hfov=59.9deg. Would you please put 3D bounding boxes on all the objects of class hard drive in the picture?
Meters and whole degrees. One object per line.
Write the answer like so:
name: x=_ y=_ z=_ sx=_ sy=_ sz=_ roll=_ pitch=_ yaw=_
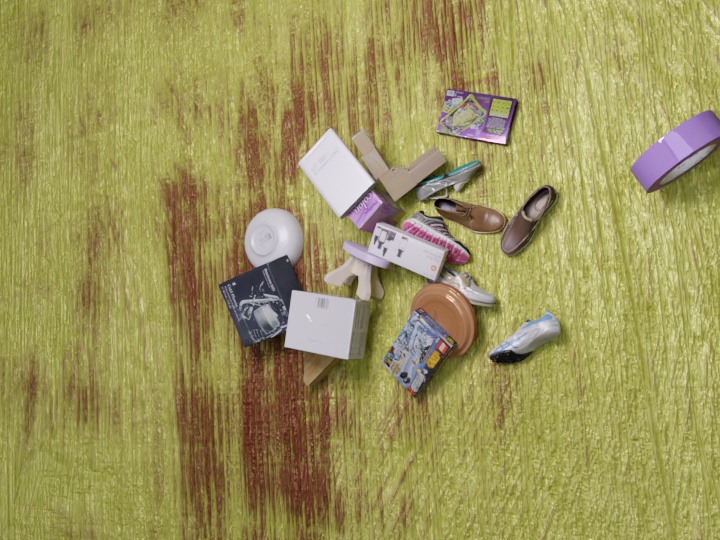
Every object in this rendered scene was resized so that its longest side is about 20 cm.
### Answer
hard drive: x=-0.063 y=-0.254 z=1.637 sx=0.132 sy=0.027 sz=0.201 roll=-43 pitch=70 yaw=15

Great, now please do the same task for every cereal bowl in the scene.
cereal bowl: x=-0.274 y=-0.090 z=1.890 sx=0.196 sy=0.083 sz=0.205 roll=-2 pitch=85 yaw=26

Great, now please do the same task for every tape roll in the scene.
tape roll: x=0.700 y=-0.258 z=1.374 sx=0.199 sy=0.199 sz=0.066 roll=-37 pitch=73 yaw=18

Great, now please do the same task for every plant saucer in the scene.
plant saucer: x=0.210 y=0.133 z=1.630 sx=0.198 sy=0.032 sz=0.205 roll=14 pitch=112 yaw=37

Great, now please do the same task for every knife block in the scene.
knife block: x=-0.072 y=0.230 z=1.780 sx=0.172 sy=0.064 sz=0.205 roll=1 pitch=86 yaw=26

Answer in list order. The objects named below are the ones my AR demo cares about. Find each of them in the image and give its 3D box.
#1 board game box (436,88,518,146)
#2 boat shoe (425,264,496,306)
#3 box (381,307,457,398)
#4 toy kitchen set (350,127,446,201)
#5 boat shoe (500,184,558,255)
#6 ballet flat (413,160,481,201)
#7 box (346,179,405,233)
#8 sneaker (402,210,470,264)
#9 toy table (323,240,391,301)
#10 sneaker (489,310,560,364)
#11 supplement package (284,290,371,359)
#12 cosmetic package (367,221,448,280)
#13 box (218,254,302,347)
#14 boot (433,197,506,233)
board game box: x=0.309 y=-0.409 z=1.666 sx=0.197 sy=0.032 sz=0.122 roll=17 pitch=90 yaw=26
boat shoe: x=0.264 y=0.037 z=1.629 sx=0.197 sy=0.074 sz=0.070 roll=20 pitch=100 yaw=26
box: x=0.152 y=0.219 z=1.653 sx=0.137 sy=0.040 sz=0.202 roll=45 pitch=125 yaw=22
toy kitchen set: x=0.095 y=-0.331 z=1.706 sx=0.179 sy=0.163 sz=0.201 roll=-36 pitch=103 yaw=6
boat shoe: x=0.414 y=-0.130 z=1.569 sx=0.074 sy=0.075 sz=0.204 roll=37 pitch=102 yaw=23
ballet flat: x=0.238 y=-0.235 z=1.677 sx=0.197 sy=0.068 sz=0.065 roll=-17 pitch=107 yaw=24
box: x=0.001 y=-0.204 z=1.715 sx=0.097 sy=0.175 sz=0.200 roll=-47 pitch=70 yaw=14
sneaker: x=0.211 y=-0.095 z=1.662 sx=0.198 sy=0.088 sz=0.074 roll=30 pitch=143 yaw=6
toy table: x=0.000 y=0.000 z=1.709 sx=0.181 sy=0.200 sz=0.119 roll=19 pitch=99 yaw=-14
sneaker: x=0.408 y=0.171 z=1.563 sx=0.199 sy=0.072 sz=0.073 roll=-35 pitch=38 yaw=26
supplement package: x=-0.087 y=0.146 z=1.699 sx=0.196 sy=0.110 sz=0.159 roll=7 pitch=87 yaw=25
cosmetic package: x=0.123 y=-0.051 z=1.632 sx=0.197 sy=0.051 sz=0.084 roll=23 pitch=107 yaw=16
box: x=-0.275 y=0.089 z=1.820 sx=0.194 sy=0.124 sz=0.203 roll=-21 pitch=94 yaw=26
boot: x=0.282 y=-0.146 z=1.635 sx=0.197 sy=0.075 sz=0.075 roll=18 pitch=92 yaw=24
